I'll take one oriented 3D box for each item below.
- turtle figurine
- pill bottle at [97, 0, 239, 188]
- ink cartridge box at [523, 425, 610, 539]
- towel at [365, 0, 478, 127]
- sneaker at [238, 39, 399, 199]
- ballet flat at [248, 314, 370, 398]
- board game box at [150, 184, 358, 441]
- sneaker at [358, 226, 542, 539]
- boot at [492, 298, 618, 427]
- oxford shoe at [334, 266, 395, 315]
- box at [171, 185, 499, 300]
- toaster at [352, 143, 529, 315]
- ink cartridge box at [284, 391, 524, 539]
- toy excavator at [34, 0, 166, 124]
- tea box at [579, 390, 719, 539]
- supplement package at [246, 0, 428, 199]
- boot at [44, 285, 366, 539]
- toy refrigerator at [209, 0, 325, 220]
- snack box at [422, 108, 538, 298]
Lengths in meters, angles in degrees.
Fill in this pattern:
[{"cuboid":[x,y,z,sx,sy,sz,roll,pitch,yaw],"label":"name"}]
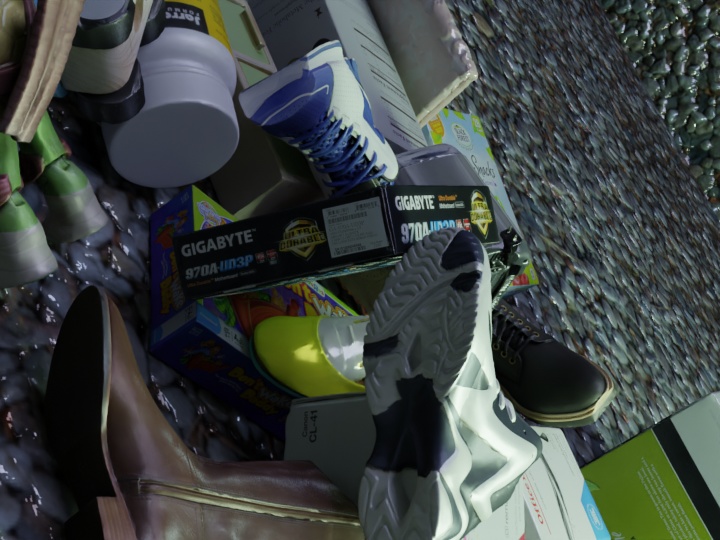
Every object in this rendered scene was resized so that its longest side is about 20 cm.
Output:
[{"cuboid":[-0.241,-0.091,0.809,0.144,0.198,0.196,-130,-160,-68],"label":"turtle figurine"},{"cuboid":[-0.155,-0.168,1.028,0.114,0.114,0.201,28,36,-49],"label":"pill bottle"},{"cuboid":[0.134,0.199,1.206,0.199,0.068,0.117,13,48,-59],"label":"ink cartridge box"},{"cuboid":[0.018,-0.222,1.357,0.032,0.191,0.201,-9,67,-41],"label":"towel"},{"cuboid":[-0.018,-0.108,1.087,0.116,0.080,0.199,63,13,2],"label":"sneaker"},{"cuboid":[0.003,0.065,0.995,0.199,0.067,0.067,29,37,-49],"label":"ballet flat"},{"cuboid":[-0.069,0.046,1.018,0.200,0.045,0.135,39,29,-37],"label":"board game box"},{"cuboid":[0.065,0.078,0.876,0.129,0.079,0.201,11,80,-59],"label":"sneaker"},{"cuboid":[0.133,0.061,1.274,0.199,0.078,0.139,20,-27,52],"label":"boot"},{"cuboid":[0.000,0.000,1.096,0.070,0.199,0.076,3,97,-55],"label":"oxford shoe"},{"cuboid":[-0.010,-0.021,0.956,0.200,0.158,0.047,-8,87,-65],"label":"box"},{"cuboid":[0.058,-0.016,1.187,0.113,0.201,0.130,-18,64,-29],"label":"toaster"},{"cuboid":[0.036,0.177,0.965,0.199,0.085,0.149,26,60,-54],"label":"ink cartridge box"},{"cuboid":[-0.228,-0.210,0.920,0.100,0.198,0.196,97,3,-60],"label":"toy excavator"},{"cuboid":[0.330,0.222,1.410,0.199,0.196,0.134,3,57,-62],"label":"tea box"},{"cuboid":[-0.030,-0.162,1.273,0.109,0.113,0.201,23,40,-55],"label":"supplement package"},{"cuboid":[-0.084,0.111,0.829,0.199,0.064,0.188,11,63,-40],"label":"boot"},{"cuboid":[-0.101,-0.140,1.159,0.076,0.070,0.201,13,49,-59],"label":"toy refrigerator"},{"cuboid":[0.101,-0.066,1.448,0.168,0.067,0.202,-3,71,-64],"label":"snack box"}]
